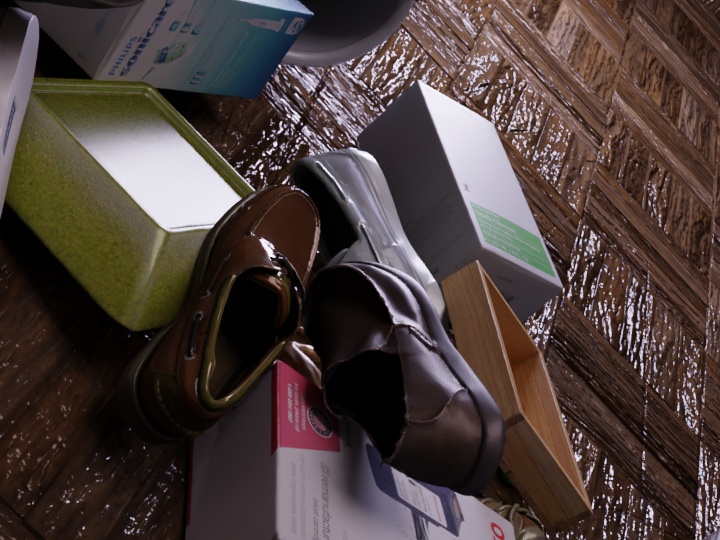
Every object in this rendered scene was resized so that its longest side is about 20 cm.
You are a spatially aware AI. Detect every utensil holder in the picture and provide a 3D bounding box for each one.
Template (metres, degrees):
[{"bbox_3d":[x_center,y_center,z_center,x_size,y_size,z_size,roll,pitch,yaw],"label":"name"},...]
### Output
[{"bbox_3d":[-0.048,-0.301,1.451,0.170,0.170,0.200,33,27,-32],"label":"utensil holder"}]

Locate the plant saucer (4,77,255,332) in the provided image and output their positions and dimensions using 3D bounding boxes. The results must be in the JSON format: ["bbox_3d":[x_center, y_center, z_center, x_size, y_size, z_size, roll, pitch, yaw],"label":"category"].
[{"bbox_3d":[-0.139,-0.056,1.044,0.200,0.048,0.200,46,23,17],"label":"plant saucer"}]

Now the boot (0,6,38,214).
[{"bbox_3d":[-0.242,-0.069,0.928,0.090,0.073,0.200,8,52,-3],"label":"boot"}]

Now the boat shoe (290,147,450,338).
[{"bbox_3d":[0.000,-0.001,1.238,0.071,0.070,0.201,-6,61,-34],"label":"boat shoe"}]

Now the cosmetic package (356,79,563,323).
[{"bbox_3d":[0.079,-0.050,1.405,0.107,0.085,0.200,23,36,-40],"label":"cosmetic package"}]

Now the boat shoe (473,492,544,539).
[{"bbox_3d":[0.089,0.184,1.097,0.200,0.074,0.076,58,25,17],"label":"boat shoe"}]

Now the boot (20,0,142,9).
[{"bbox_3d":[-0.244,-0.187,0.935,0.200,0.073,0.182,15,4,36],"label":"boot"}]

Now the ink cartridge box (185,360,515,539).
[{"bbox_3d":[0.001,0.168,0.957,0.200,0.084,0.145,37,27,-26],"label":"ink cartridge box"}]

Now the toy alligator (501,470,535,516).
[{"bbox_3d":[0.124,0.118,1.274,0.059,0.054,0.200,30,31,-36],"label":"toy alligator"}]

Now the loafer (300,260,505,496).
[{"bbox_3d":[0.010,0.050,0.953,0.071,0.073,0.200,11,20,-33],"label":"loafer"}]

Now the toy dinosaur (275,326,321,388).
[{"bbox_3d":[-0.032,0.077,1.048,0.199,0.061,0.106,22,18,9],"label":"toy dinosaur"}]

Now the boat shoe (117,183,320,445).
[{"bbox_3d":[-0.060,0.020,0.962,0.072,0.068,0.200,48,46,-23],"label":"boat shoe"}]

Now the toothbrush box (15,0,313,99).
[{"bbox_3d":[-0.152,-0.203,1.198,0.146,0.085,0.200,44,20,20],"label":"toothbrush box"}]

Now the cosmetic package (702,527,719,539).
[{"bbox_3d":[0.303,0.271,1.181,0.165,0.200,0.165,50,24,-2],"label":"cosmetic package"}]

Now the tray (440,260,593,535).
[{"bbox_3d":[0.105,0.084,1.167,0.099,0.037,0.200,54,14,-27],"label":"tray"}]
